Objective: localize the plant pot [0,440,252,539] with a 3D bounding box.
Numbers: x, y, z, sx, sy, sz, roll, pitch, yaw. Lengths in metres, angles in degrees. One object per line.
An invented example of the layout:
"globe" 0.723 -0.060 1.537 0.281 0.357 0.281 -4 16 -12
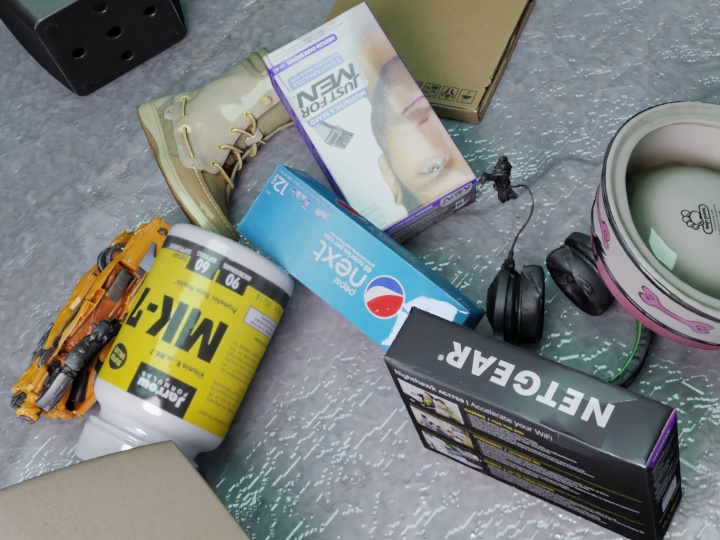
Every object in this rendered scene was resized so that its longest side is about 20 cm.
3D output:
"plant pot" -0.157 0.242 0.827 0.176 0.201 0.200 -32 53 -20

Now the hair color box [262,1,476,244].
"hair color box" 0.008 -0.126 1.058 0.109 0.065 0.201 -30 74 -5

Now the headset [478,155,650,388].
"headset" 0.151 0.008 0.941 0.123 0.094 0.201 -22 65 1

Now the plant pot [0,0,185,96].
"plant pot" -0.292 -0.306 1.238 0.199 0.200 0.178 -31 67 -6

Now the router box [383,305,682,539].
"router box" 0.125 0.113 0.844 0.199 0.150 0.051 21 65 27

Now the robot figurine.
"robot figurine" -0.228 0.048 1.024 0.145 0.058 0.201 -13 44 61

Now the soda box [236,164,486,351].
"soda box" 0.000 0.000 0.965 0.200 0.064 0.068 38 99 16

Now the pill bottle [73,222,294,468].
"pill bottle" -0.143 0.074 0.956 0.114 0.114 0.201 19 79 27

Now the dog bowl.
"dog bowl" 0.264 -0.028 0.904 0.198 0.074 0.202 7 59 -11

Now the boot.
"boot" -0.113 -0.118 1.122 0.155 0.073 0.201 -27 51 -4

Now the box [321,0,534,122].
"box" 0.054 -0.229 1.174 0.199 0.021 0.164 14 62 25
